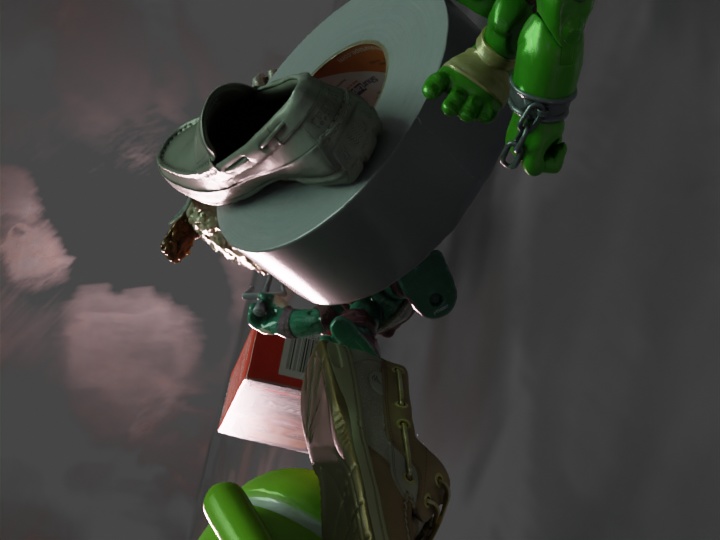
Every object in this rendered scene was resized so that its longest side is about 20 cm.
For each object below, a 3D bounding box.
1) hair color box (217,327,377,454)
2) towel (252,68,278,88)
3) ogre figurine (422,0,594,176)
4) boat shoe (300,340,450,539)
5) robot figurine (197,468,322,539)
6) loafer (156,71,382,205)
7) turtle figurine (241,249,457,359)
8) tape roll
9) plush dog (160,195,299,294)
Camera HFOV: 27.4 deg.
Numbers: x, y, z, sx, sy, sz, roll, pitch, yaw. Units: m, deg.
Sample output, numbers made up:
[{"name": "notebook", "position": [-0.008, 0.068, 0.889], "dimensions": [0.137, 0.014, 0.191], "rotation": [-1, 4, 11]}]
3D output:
[{"name": "hair color box", "position": [-0.057, 0.099, 1.243], "dimensions": [0.200, 0.100, 0.062], "rotation": [120, 162, -69]}, {"name": "towel", "position": [-0.054, -0.080, 1.380], "dimensions": [0.132, 0.034, 0.202], "rotation": [35, -138, -68]}, {"name": "ogre figurine", "position": [0.073, -0.161, 0.736], "dimensions": [0.120, 0.097, 0.201], "rotation": [113, 167, -49]}, {"name": "boat shoe", "position": [0.015, 0.117, 0.799], "dimensions": [0.201, 0.066, 0.074], "rotation": [-102, 25, -44]}, {"name": "robot figurine", "position": [-0.055, 0.200, 0.850], "dimensions": [0.201, 0.115, 0.176], "rotation": [-54, -44, -33]}, {"name": "loafer", "position": [-0.068, -0.083, 0.875], "dimensions": [0.199, 0.070, 0.070], "rotation": [-6, 53, 51]}, {"name": "turtle figurine", "position": [0.000, 0.000, 0.987], "dimensions": [0.151, 0.100, 0.200], "rotation": [-60, 20, 10]}, {"name": "tape roll", "position": [0.001, -0.080, 0.912], "dimensions": [0.200, 0.066, 0.202], "rotation": [-34, 36, 29]}, {"name": "plush dog", "position": [-0.055, -0.035, 1.217], "dimensions": [0.161, 0.171, 0.200], "rotation": [-56, 4, 3]}]
